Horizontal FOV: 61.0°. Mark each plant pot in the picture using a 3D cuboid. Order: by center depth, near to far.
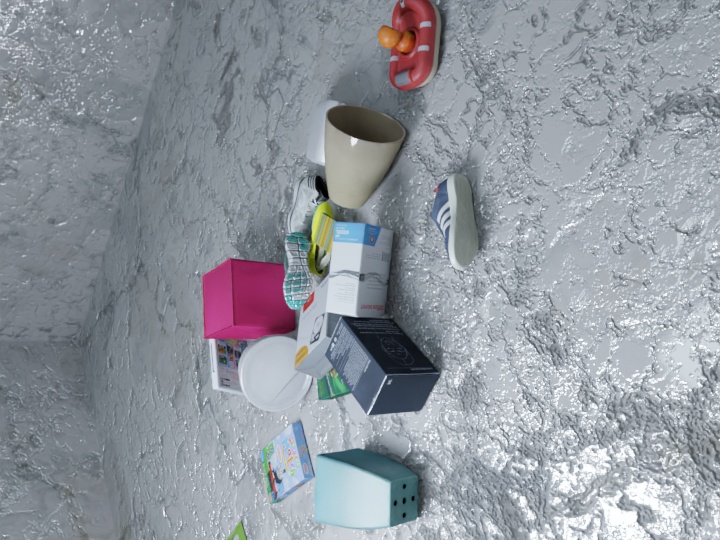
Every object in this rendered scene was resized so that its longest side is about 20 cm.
[{"bbox_3d":[0.019,0.474,1.304,0.199,0.141,0.143,-4,81,45],"label":"plant pot"},{"bbox_3d":[-0.011,-0.254,1.435,0.188,0.186,0.201,55,140,41],"label":"plant pot"}]

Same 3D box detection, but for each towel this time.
[{"bbox_3d":[-0.036,-0.064,1.506,0.199,0.018,0.087,33,117,30],"label":"towel"}]

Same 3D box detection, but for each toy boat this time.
[{"bbox_3d":[0.095,-0.509,1.350,0.130,0.130,0.202,2,86,52],"label":"toy boat"}]

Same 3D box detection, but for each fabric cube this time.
[{"bbox_3d":[-0.325,0.090,1.761,0.199,0.198,0.198,-22,69,49],"label":"fabric cube"}]

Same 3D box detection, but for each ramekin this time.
[{"bbox_3d":[-0.233,0.265,1.626,0.094,0.201,0.204,12,94,65],"label":"ramekin"}]

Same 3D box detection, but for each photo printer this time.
[{"bbox_3d":[-0.083,-0.352,1.563,0.200,0.069,0.168,-135,58,-71],"label":"photo printer"}]

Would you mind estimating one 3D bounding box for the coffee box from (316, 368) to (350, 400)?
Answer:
[{"bbox_3d":[-0.039,0.239,1.487,0.200,0.044,0.124,-28,63,48],"label":"coffee box"}]

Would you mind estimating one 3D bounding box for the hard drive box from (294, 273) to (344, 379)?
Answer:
[{"bbox_3d":[-0.086,0.135,1.485,0.156,0.076,0.201,-48,28,37],"label":"hard drive box"}]

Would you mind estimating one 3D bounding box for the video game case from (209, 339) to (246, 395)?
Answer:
[{"bbox_3d":[-0.393,0.278,1.844,0.024,0.200,0.183,-16,69,14],"label":"video game case"}]

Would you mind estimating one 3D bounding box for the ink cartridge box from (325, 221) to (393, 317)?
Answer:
[{"bbox_3d":[0.000,0.000,1.373,0.083,0.145,0.202,5,89,28],"label":"ink cartridge box"}]

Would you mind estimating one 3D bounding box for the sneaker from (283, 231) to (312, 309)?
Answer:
[{"bbox_3d":[-0.165,0.006,1.593,0.091,0.077,0.202,125,148,-71],"label":"sneaker"}]

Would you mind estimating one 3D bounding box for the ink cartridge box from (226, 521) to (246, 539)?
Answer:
[{"bbox_3d":[-0.388,0.885,1.826,0.148,0.075,0.201,-56,46,31],"label":"ink cartridge box"}]

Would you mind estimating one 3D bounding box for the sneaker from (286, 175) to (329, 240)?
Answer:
[{"bbox_3d":[-0.138,-0.164,1.652,0.115,0.075,0.202,-6,78,54],"label":"sneaker"}]

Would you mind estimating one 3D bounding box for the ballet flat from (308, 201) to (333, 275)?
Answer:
[{"bbox_3d":[-0.096,-0.077,1.598,0.067,0.066,0.201,37,121,41],"label":"ballet flat"}]

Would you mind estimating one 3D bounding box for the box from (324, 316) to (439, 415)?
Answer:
[{"bbox_3d":[0.043,0.198,1.300,0.200,0.148,0.108,47,122,46],"label":"box"}]

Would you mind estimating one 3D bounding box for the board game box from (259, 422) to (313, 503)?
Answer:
[{"bbox_3d":[-0.205,0.529,1.672,0.200,0.036,0.152,-46,50,38],"label":"board game box"}]

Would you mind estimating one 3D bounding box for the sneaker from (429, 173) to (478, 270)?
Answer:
[{"bbox_3d":[0.181,-0.090,1.226,0.084,0.075,0.201,-23,57,47],"label":"sneaker"}]
